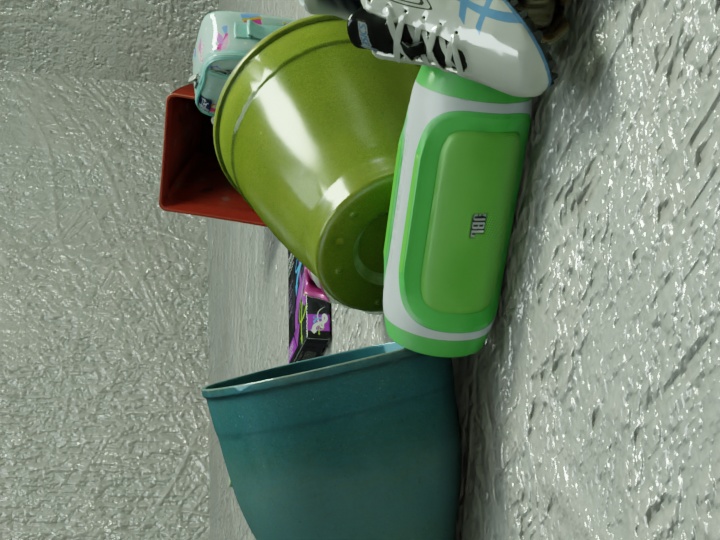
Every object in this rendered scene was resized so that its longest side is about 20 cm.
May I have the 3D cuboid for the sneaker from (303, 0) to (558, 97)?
[{"bbox_3d":[0.041,-0.152,0.772,0.200,0.072,0.072,35,158,37],"label":"sneaker"}]

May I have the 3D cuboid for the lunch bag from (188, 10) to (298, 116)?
[{"bbox_3d":[-0.099,-0.232,1.411,0.160,0.198,0.078,134,136,-69],"label":"lunch bag"}]

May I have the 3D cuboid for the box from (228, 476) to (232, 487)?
[{"bbox_3d":[-0.050,0.171,1.216,0.201,0.143,0.037,111,163,-55],"label":"box"}]

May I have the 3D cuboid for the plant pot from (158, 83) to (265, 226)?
[{"bbox_3d":[-0.211,-0.211,2.012,0.177,0.198,0.201,-82,1,-63],"label":"plant pot"}]

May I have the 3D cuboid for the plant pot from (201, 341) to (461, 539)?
[{"bbox_3d":[-0.007,0.161,0.944,0.200,0.198,0.190,160,98,-77],"label":"plant pot"}]

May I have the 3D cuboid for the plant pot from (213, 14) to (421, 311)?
[{"bbox_3d":[-0.001,-0.075,0.988,0.193,0.199,0.202,-118,32,-48],"label":"plant pot"}]

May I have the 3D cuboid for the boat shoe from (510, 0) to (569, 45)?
[{"bbox_3d":[0.104,-0.176,0.769,0.200,0.071,0.077,132,124,-74],"label":"boat shoe"}]

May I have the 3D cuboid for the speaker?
[{"bbox_3d":[0.066,-0.045,0.856,0.089,0.088,0.202,-115,30,-66],"label":"speaker"}]

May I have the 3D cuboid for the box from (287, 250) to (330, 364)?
[{"bbox_3d":[-0.071,0.019,1.613,0.143,0.036,0.202,119,153,-64],"label":"box"}]

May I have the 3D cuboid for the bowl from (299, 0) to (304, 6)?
[{"bbox_3d":[0.001,-0.356,1.196,0.201,0.104,0.203,-176,90,-79],"label":"bowl"}]

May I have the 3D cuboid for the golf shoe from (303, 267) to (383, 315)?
[{"bbox_3d":[0.000,0.000,1.152,0.200,0.091,0.076,132,140,-69],"label":"golf shoe"}]
